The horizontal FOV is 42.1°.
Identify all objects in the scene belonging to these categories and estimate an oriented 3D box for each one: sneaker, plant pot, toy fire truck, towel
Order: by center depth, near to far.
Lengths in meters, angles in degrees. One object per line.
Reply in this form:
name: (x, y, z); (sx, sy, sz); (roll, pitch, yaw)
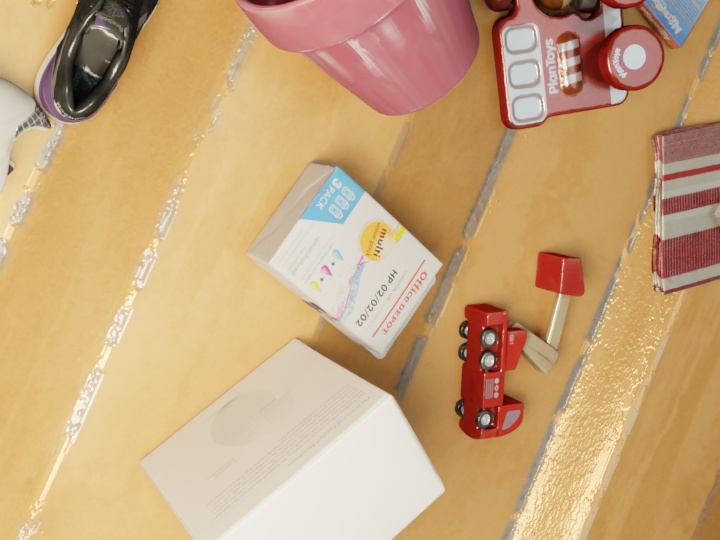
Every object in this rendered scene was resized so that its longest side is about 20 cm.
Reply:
sneaker: (-0.333, -0.068, 0.747); (0.080, 0.076, 0.201); (42, 80, -37)
sneaker: (-0.202, -0.215, 0.777); (0.075, 0.087, 0.202); (20, 89, -29)
plant pot: (0.013, -0.245, 0.841); (0.201, 0.199, 0.179); (-53, 133, -10)
toy fire truck: (0.218, -0.261, 0.991); (0.166, 0.112, 0.203); (-11, 104, -7)
toy fire truck: (0.180, 0.084, 1.056); (0.140, 0.049, 0.203); (-4, 101, -28)
towel: (0.420, -0.080, 1.172); (0.143, 0.023, 0.203); (-12, 106, -28)

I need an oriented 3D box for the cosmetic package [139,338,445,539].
cosmetic package: (-0.067, 0.189, 0.858); (0.199, 0.200, 0.124); (-38, 114, -16)

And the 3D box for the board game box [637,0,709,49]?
board game box: (0.334, -0.361, 1.076); (0.200, 0.019, 0.104); (39, 79, -28)

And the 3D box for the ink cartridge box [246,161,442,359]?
ink cartridge box: (0.000, 0.000, 0.935); (0.200, 0.068, 0.116); (40, 80, -28)

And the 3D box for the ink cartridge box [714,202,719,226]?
ink cartridge box: (0.547, -0.095, 1.218); (0.163, 0.057, 0.201); (47, 65, -33)
